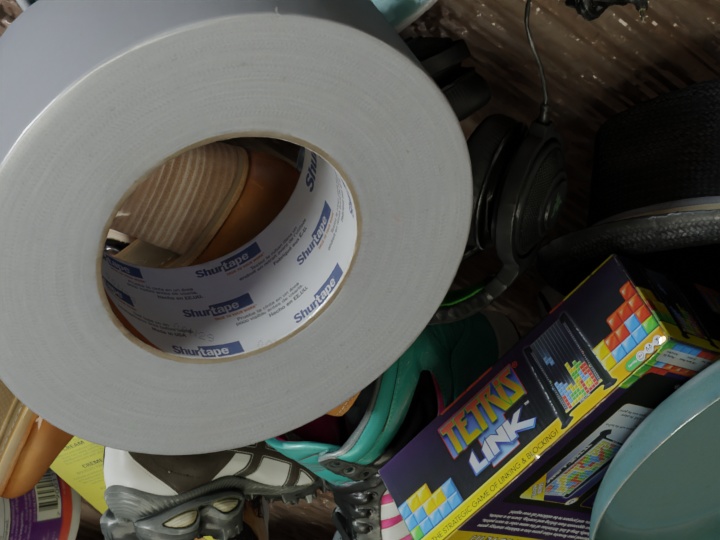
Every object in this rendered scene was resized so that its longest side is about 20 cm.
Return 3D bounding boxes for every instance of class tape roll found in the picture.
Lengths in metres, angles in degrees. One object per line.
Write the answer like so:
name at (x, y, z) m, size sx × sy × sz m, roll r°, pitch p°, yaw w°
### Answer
tape roll at (-0.059, -0.025, 0.708) m, size 0.200 × 0.066 × 0.201 m, roll -12°, pitch 128°, yaw -16°

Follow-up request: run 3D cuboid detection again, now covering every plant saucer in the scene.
plant saucer at (0.194, 0.082, 0.882) m, size 0.200 × 0.027 × 0.200 m, roll -20°, pitch 147°, yaw -14°

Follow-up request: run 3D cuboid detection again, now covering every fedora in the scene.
fedora at (0.185, -0.039, 0.893) m, size 0.200 × 0.092 × 0.201 m, roll -1°, pitch 165°, yaw 0°

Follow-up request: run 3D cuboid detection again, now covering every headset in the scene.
headset at (0.055, -0.065, 0.859) m, size 0.123 × 0.094 × 0.200 m, roll 44°, pitch 123°, yaw 5°

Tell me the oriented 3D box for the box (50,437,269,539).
box at (-0.118, 0.110, 1.035) m, size 0.050 × 0.075 × 0.200 m, roll -20°, pitch 138°, yaw 18°

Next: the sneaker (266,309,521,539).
sneaker at (-0.006, 0.104, 0.932) m, size 0.121 × 0.084 × 0.200 m, roll 13°, pitch 107°, yaw -36°

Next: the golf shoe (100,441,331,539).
golf shoe at (-0.065, 0.086, 0.987) m, size 0.078 × 0.095 × 0.200 m, roll -6°, pitch -174°, yaw 30°

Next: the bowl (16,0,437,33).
bowl at (-0.049, -0.177, 0.700) m, size 0.200 × 0.105 × 0.201 m, roll -11°, pitch 141°, yaw -9°

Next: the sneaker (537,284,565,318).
sneaker at (0.198, 0.047, 1.027) m, size 0.146 × 0.081 × 0.200 m, roll -30°, pitch 127°, yaw 5°

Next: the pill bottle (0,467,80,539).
pill bottle at (-0.242, 0.129, 0.942) m, size 0.111 × 0.112 × 0.200 m, roll -28°, pitch 168°, yaw 20°

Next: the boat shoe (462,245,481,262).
boat shoe at (0.000, 0.000, 0.943) m, size 0.200 × 0.060 × 0.076 m, roll -24°, pitch 135°, yaw 16°

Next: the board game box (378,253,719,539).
board game box at (0.132, 0.081, 0.908) m, size 0.165 × 0.057 × 0.200 m, roll -43°, pitch 146°, yaw 23°

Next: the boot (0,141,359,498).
boot at (-0.078, 0.038, 0.833) m, size 0.155 × 0.077 × 0.200 m, roll 23°, pitch 100°, yaw -28°

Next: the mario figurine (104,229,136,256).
mario figurine at (-0.098, -0.040, 0.847) m, size 0.123 × 0.106 × 0.200 m, roll 37°, pitch 119°, yaw 3°
